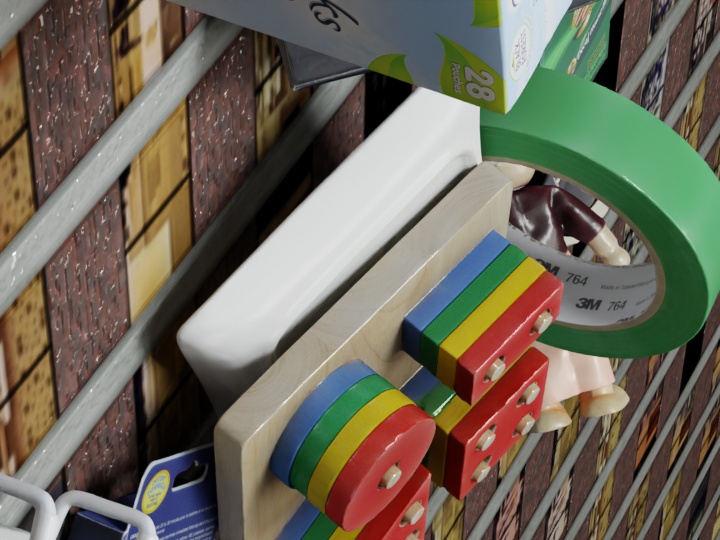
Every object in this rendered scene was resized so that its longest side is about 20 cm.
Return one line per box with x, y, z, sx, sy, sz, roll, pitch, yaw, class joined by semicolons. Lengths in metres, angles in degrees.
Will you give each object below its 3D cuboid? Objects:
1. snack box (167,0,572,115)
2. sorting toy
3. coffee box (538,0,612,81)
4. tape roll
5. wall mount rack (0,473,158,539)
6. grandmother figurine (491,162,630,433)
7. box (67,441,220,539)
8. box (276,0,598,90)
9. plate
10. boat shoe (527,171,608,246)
-0.028;-0.155;0.870;0.068;0.199;0.169;-61;159;-28;snack box
0.020;0.077;1.265;0.199;0.070;0.200;-44;160;-23;sorting toy
0.117;-0.174;1.526;0.123;0.044;0.200;-55;156;-39;coffee box
0.109;-0.031;1.397;0.201;0.200;0.048;82;31;-55;tape roll
-0.154;0.172;1.036;0.174;0.074;0.200;-69;161;-4;wall mount rack
0.100;-0.005;1.523;0.061;0.121;0.201;-171;-114;-73;grandmother figurine
-0.118;0.174;1.213;0.121;0.032;0.201;-9;119;-70;box
0.044;-0.159;1.154;0.200;0.122;0.106;-28;104;-64;box
0.000;0.000;1.252;0.200;0.032;0.200;-46;164;-11;plate
0.091;-0.022;1.621;0.200;0.073;0.063;-40;102;-49;boat shoe
